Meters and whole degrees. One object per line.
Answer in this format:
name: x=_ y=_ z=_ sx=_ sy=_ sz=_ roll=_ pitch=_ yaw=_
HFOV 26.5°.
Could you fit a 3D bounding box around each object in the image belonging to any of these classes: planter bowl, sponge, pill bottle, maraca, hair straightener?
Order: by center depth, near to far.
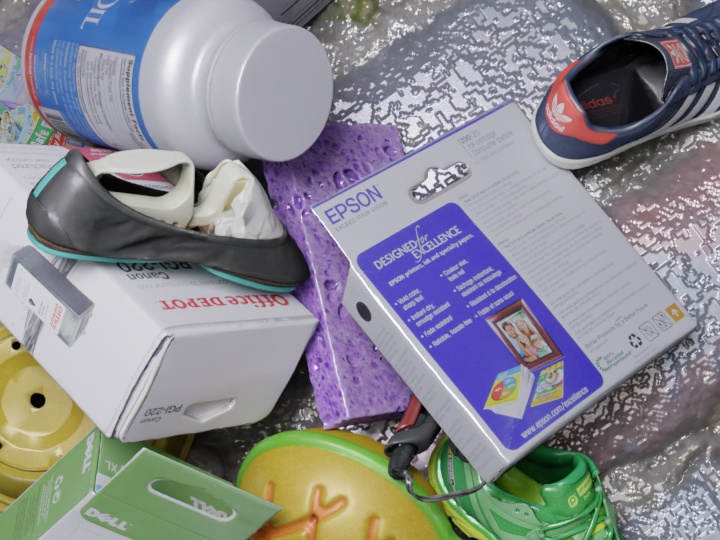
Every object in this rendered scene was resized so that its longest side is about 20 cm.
hair straightener: x=0.073 y=0.071 z=0.969 sx=0.077 sy=0.041 sz=0.200 roll=16 pitch=44 yaw=13
pill bottle: x=-0.115 y=-0.125 z=0.970 sx=0.200 sy=0.112 sz=0.112 roll=15 pitch=84 yaw=40
maraca: x=0.009 y=0.177 z=0.983 sx=0.200 sy=0.137 sz=0.107 roll=33 pitch=43 yaw=2
sponge: x=0.000 y=0.000 z=1.009 sx=0.030 sy=0.111 sz=0.200 roll=-24 pitch=75 yaw=43
planter bowl: x=-0.209 y=0.085 z=1.019 sx=0.200 sy=0.083 sz=0.201 roll=0 pitch=89 yaw=-2

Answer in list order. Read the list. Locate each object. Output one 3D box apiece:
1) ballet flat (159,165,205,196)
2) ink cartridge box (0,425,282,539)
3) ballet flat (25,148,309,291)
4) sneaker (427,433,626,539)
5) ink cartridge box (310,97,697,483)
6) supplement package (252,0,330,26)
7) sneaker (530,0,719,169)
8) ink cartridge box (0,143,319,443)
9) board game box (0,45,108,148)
ballet flat: x=-0.094 y=0.000 z=1.045 sx=0.062 sy=0.067 sz=0.200 roll=-28 pitch=80 yaw=-7
ink cartridge box: x=-0.149 y=0.160 z=0.964 sx=0.104 sy=0.059 sz=0.200 roll=30 pitch=126 yaw=-27
ballet flat: x=-0.097 y=-0.031 z=0.889 sx=0.068 sy=0.200 sz=0.068 roll=43 pitch=114 yaw=41
sneaker: x=0.130 y=0.167 z=0.974 sx=0.200 sy=0.084 sz=0.074 roll=37 pitch=46 yaw=10
ink cartridge box: x=0.089 y=0.006 z=0.975 sx=0.198 sy=0.043 sz=0.200 roll=-29 pitch=77 yaw=-36
supplement package: x=-0.074 y=-0.239 z=0.992 sx=0.114 sy=0.200 sz=0.110 roll=39 pitch=65 yaw=11
sneaker: x=0.207 y=-0.134 z=0.999 sx=0.200 sy=0.085 sz=0.075 roll=-30 pitch=76 yaw=-11
ink cartridge box: x=-0.147 y=0.008 z=0.949 sx=0.200 sy=0.146 sz=0.085 roll=43 pitch=115 yaw=27
board game box: x=-0.279 y=-0.057 z=1.091 sx=0.134 sy=0.034 sz=0.200 roll=32 pitch=88 yaw=11
